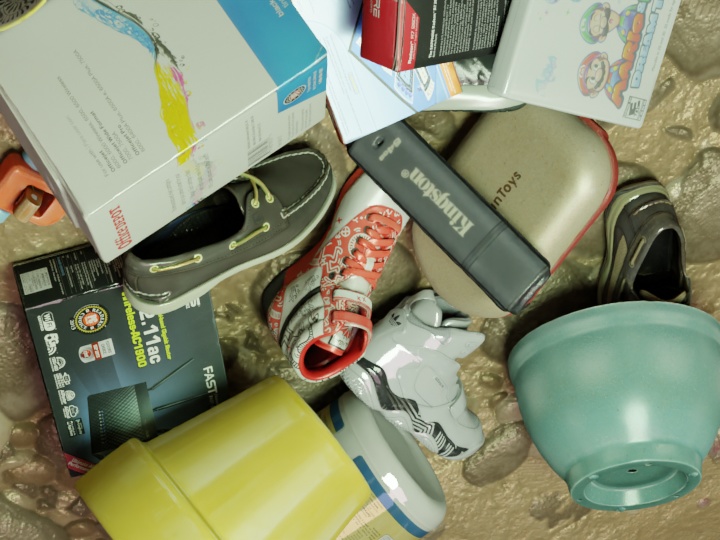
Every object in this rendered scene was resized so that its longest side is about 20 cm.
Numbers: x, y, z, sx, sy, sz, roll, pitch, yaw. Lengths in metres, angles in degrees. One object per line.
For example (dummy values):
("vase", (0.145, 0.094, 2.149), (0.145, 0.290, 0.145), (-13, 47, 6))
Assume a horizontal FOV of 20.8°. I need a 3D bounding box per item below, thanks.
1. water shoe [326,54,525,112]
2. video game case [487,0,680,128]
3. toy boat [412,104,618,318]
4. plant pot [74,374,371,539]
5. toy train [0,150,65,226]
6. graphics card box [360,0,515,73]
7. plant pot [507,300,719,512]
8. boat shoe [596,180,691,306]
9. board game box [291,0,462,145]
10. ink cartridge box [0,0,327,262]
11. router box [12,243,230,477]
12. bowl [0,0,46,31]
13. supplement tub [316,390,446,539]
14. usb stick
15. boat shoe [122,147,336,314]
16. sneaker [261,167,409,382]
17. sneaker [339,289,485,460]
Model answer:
("water shoe", (0.038, -0.165, 1.538), (0.198, 0.071, 0.080), (-1, 97, -14))
("video game case", (0.185, -0.217, 1.489), (0.181, 0.024, 0.202), (6, 104, -48))
("toy boat", (0.137, -0.054, 1.637), (0.201, 0.131, 0.130), (-52, 157, 21))
("plant pot", (-0.102, 0.193, 1.608), (0.188, 0.201, 0.201), (-40, 133, -8))
("toy train", (-0.192, -0.086, 1.505), (0.200, 0.056, 0.150), (-44, 130, 17))
("graphics card box", (0.089, -0.224, 1.445), (0.199, 0.051, 0.127), (-15, 118, -37))
("plant pot", (0.237, 0.133, 1.755), (0.198, 0.135, 0.201), (-4, 153, -2))
("boat shoe", (0.255, 0.015, 1.754), (0.074, 0.074, 0.201), (-18, 132, -7))
("board game box", (-0.002, -0.204, 1.459), (0.102, 0.019, 0.202), (-23, 112, -6))
("ink cartridge box", (-0.143, -0.129, 1.369), (0.199, 0.145, 0.147), (-34, 172, -9))
("router box", (-0.192, 0.066, 1.624), (0.148, 0.062, 0.201), (-17, 132, -10))
("bowl", (-0.246, -0.262, 1.292), (0.199, 0.094, 0.203), (7, 108, 21))
("supplement tub", (-0.039, 0.215, 1.753), (0.199, 0.145, 0.145), (-35, 132, 9))
("usb stick", (0.070, -0.049, 1.567), (0.056, 0.200, 0.033), (-48, 170, 18))
("boat shoe", (-0.100, -0.041, 1.535), (0.200, 0.072, 0.061), (-35, 152, -22))
("sneaker", (0.000, 0.001, 1.617), (0.067, 0.108, 0.202), (26, 115, -35))
("sneaker", (0.073, 0.090, 1.742), (0.115, 0.075, 0.200), (-44, 134, 12))
